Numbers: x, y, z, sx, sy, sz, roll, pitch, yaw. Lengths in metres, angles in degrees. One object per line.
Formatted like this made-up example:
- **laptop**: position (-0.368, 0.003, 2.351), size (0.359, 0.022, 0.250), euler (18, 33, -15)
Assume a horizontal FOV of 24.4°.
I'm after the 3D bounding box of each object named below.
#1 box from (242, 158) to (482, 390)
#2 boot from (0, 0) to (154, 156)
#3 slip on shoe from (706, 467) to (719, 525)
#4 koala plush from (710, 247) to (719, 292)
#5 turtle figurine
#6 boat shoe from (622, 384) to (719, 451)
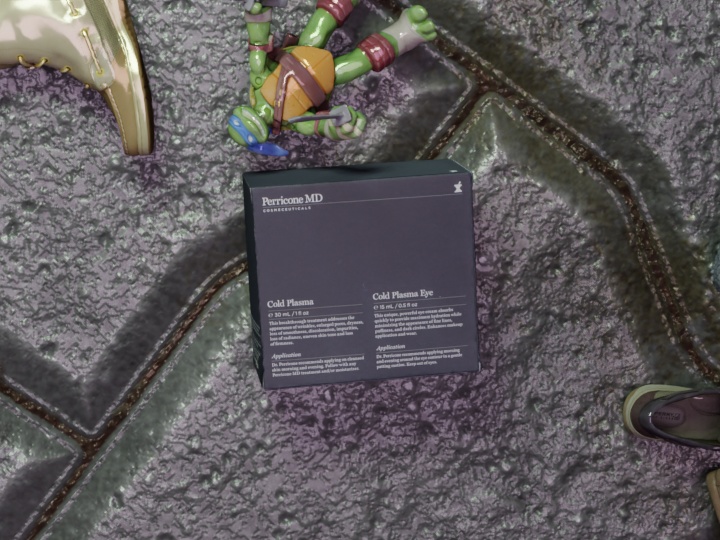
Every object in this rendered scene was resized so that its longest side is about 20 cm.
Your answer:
- **box**: position (0.000, 0.000, 1.498), size (0.199, 0.104, 0.183), euler (-4, 102, -7)
- **boot**: position (-0.268, -0.180, 1.443), size (0.155, 0.073, 0.201), euler (-16, 101, -5)
- **slip on shoe**: position (0.389, 0.278, 1.630), size (0.060, 0.076, 0.200), euler (-7, 115, 34)
- **koala plush**: position (0.411, -0.069, 1.512), size (0.183, 0.177, 0.201), euler (-2, 105, 3)
- **turtle figurine**: position (-0.032, -0.189, 1.425), size (0.194, 0.144, 0.200), euler (-42, 147, -16)
- **boat shoe**: position (0.354, 0.142, 1.593), size (0.199, 0.065, 0.072), euler (3, 99, -9)
